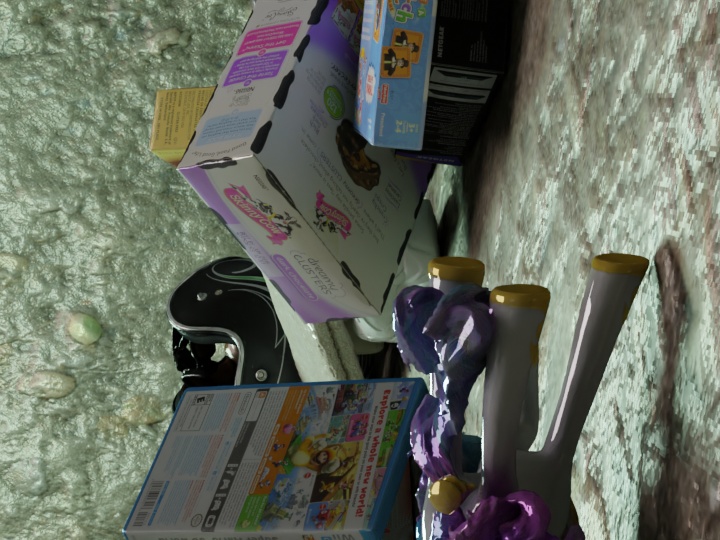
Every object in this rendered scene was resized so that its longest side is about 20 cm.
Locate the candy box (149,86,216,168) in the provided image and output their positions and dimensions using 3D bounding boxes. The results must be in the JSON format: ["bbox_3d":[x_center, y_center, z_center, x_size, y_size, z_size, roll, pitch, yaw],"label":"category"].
[{"bbox_3d":[-0.054,-0.107,1.573,0.117,0.198,0.057,33,-119,-61],"label":"candy box"}]

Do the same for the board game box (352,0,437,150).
[{"bbox_3d":[0.026,-0.183,1.242,0.151,0.036,0.202,-121,37,-81],"label":"board game box"}]

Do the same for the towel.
[{"bbox_3d":[-0.034,0.057,1.643,0.133,0.034,0.201,46,159,54],"label":"towel"}]

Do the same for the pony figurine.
[{"bbox_3d":[0.047,0.100,0.740,0.193,0.165,0.202,-13,-70,-61],"label":"pony figurine"}]

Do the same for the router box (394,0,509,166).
[{"bbox_3d":[0.065,-0.193,1.325,0.157,0.052,0.202,109,167,-69],"label":"router box"}]

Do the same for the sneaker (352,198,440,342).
[{"bbox_3d":[0.000,0.000,1.509,0.200,0.098,0.079,106,161,-65],"label":"sneaker"}]

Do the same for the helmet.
[{"bbox_3d":[-0.081,0.091,1.829,0.200,0.190,0.201,-37,-38,-35],"label":"helmet"}]

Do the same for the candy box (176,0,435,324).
[{"bbox_3d":[-0.024,-0.093,1.362,0.168,0.071,0.201,52,-135,-36],"label":"candy box"}]

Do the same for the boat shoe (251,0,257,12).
[{"bbox_3d":[-0.053,-0.129,1.448,0.076,0.060,0.202,-38,-61,-56],"label":"boat shoe"}]

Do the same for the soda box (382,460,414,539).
[{"bbox_3d":[0.003,0.194,1.447,0.201,0.063,0.069,-90,9,-59],"label":"soda box"}]

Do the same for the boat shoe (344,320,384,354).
[{"bbox_3d":[0.002,0.011,1.682,0.200,0.071,0.060,98,176,-66],"label":"boat shoe"}]

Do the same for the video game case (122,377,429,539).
[{"bbox_3d":[-0.060,0.137,1.404,0.144,0.198,0.018,-69,-35,-43],"label":"video game case"}]
